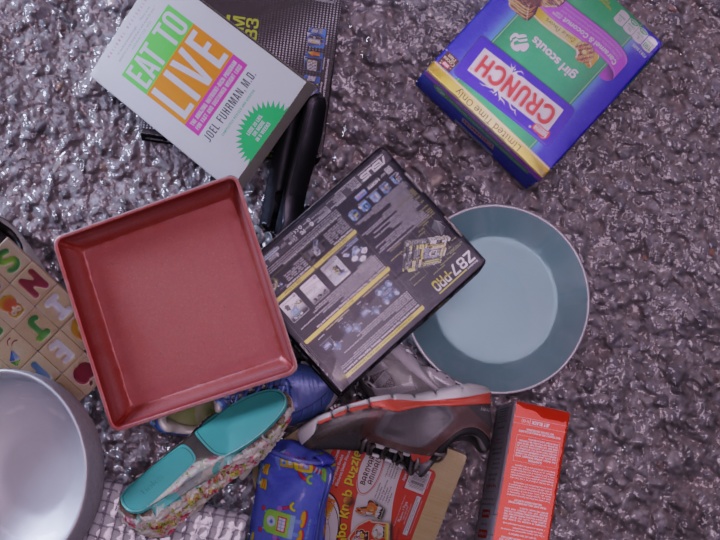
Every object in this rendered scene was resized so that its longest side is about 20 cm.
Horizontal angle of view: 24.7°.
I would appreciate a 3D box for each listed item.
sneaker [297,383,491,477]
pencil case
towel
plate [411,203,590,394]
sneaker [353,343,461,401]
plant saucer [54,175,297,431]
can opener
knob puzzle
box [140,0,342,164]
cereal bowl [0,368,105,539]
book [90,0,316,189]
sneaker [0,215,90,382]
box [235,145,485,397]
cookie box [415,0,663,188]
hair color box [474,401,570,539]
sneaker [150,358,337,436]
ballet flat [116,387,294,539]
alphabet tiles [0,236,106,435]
[{"bbox_3d":[0.039,0.164,1.615,0.199,0.077,0.082,-9,80,-8],"label":"sneaker"},{"bbox_3d":[-0.070,0.269,1.631,0.086,0.078,0.201,9,95,25],"label":"pencil case"},{"bbox_3d":[-0.207,0.320,1.628,0.164,0.086,0.201,11,76,3],"label":"towel"},{"bbox_3d":[0.142,0.031,1.733,0.199,0.026,0.202,1,81,-6],"label":"plate"},{"bbox_3d":[0.021,0.114,1.683,0.199,0.075,0.082,32,79,-1],"label":"sneaker"},{"bbox_3d":[-0.177,0.032,1.604,0.199,0.037,0.201,-19,87,12],"label":"plant saucer"},{"bbox_3d":[-0.072,-0.089,1.689,0.078,0.063,0.201,-9,111,-46],"label":"can opener"},{"bbox_3d":[-0.015,0.233,1.680,0.218,0.030,0.221,0,94,5],"label":"knob puzzle"},{"bbox_3d":[-0.124,-0.223,1.729,0.192,0.048,0.201,9,82,-7],"label":"box"},{"bbox_3d":[-0.334,0.198,1.616,0.199,0.083,0.202,-2,84,19],"label":"cereal bowl"},{"bbox_3d":[-0.161,-0.190,1.662,0.200,0.048,0.134,38,97,15],"label":"book"},{"bbox_3d":[-0.338,0.029,1.657,0.074,0.080,0.200,-36,89,-12],"label":"sneaker"},{"bbox_3d":[0.000,0.000,1.640,0.200,0.049,0.161,-42,82,-11],"label":"box"},{"bbox_3d":[0.188,-0.218,1.746,0.171,0.075,0.200,42,81,0],"label":"cookie box"},{"bbox_3d":[0.158,0.238,1.668,0.061,0.102,0.201,12,82,-4],"label":"hair color box"},{"bbox_3d":[-0.118,0.137,1.657,0.199,0.077,0.076,-11,99,-3],"label":"sneaker"},{"bbox_3d":[-0.145,0.188,1.591,0.199,0.064,0.076,-34,46,-10],"label":"ballet flat"},{"bbox_3d":[-0.356,0.069,1.638,0.166,0.006,0.200,-43,103,13],"label":"alphabet tiles"}]
